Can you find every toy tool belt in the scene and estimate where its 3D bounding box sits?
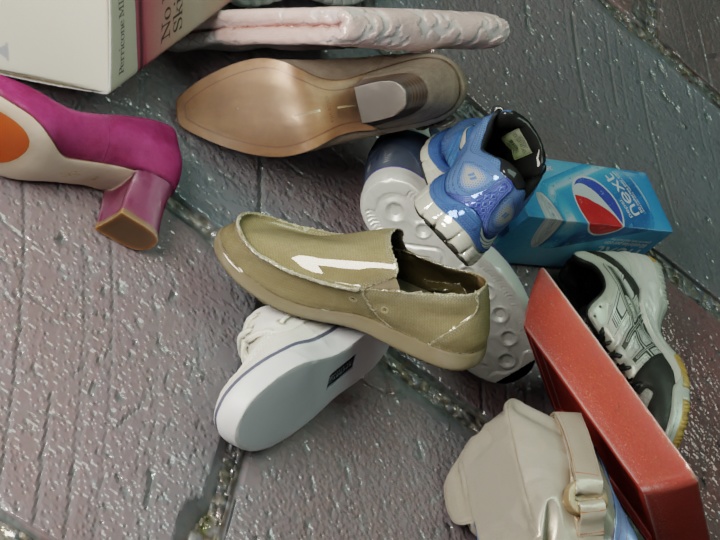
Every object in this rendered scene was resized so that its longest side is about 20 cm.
[{"bbox_3d":[0.146,0.190,1.399,0.122,0.125,0.201,22,35,-31],"label":"toy tool belt"}]

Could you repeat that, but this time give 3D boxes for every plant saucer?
[{"bbox_3d":[0.185,0.120,1.485,0.200,0.037,0.200,56,-5,29],"label":"plant saucer"}]

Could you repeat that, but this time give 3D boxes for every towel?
[{"bbox_3d":[-0.019,-0.179,1.519,0.200,0.190,0.032,-9,100,-51],"label":"towel"}]

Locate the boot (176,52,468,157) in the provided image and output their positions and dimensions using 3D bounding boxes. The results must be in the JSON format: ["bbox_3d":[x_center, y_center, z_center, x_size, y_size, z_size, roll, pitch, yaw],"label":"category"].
[{"bbox_3d":[-0.020,-0.127,1.503,0.146,0.199,0.071,-31,120,-72],"label":"boot"}]

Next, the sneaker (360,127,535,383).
[{"bbox_3d":[0.076,-0.025,1.559,0.200,0.080,0.147,52,24,-15],"label":"sneaker"}]

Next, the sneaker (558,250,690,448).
[{"bbox_3d":[0.206,0.069,1.640,0.087,0.076,0.201,11,46,-22],"label":"sneaker"}]

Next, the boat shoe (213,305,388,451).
[{"bbox_3d":[-0.050,0.056,1.368,0.070,0.071,0.200,30,34,19],"label":"boat shoe"}]

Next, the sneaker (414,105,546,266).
[{"bbox_3d":[0.095,-0.070,1.431,0.079,0.089,0.200,47,15,-13],"label":"sneaker"}]

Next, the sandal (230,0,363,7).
[{"bbox_3d":[-0.052,-0.258,1.648,0.050,0.083,0.202,19,19,36],"label":"sandal"}]

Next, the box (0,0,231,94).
[{"bbox_3d":[-0.172,-0.221,1.387,0.108,0.128,0.200,13,31,18],"label":"box"}]

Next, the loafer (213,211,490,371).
[{"bbox_3d":[0.000,0.000,1.363,0.199,0.068,0.076,20,27,-6],"label":"loafer"}]

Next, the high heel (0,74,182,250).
[{"bbox_3d":[-0.198,-0.100,1.331,0.200,0.067,0.097,42,43,-38],"label":"high heel"}]

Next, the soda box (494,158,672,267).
[{"bbox_3d":[0.169,-0.046,1.689,0.199,0.068,0.064,3,56,-47],"label":"soda box"}]
